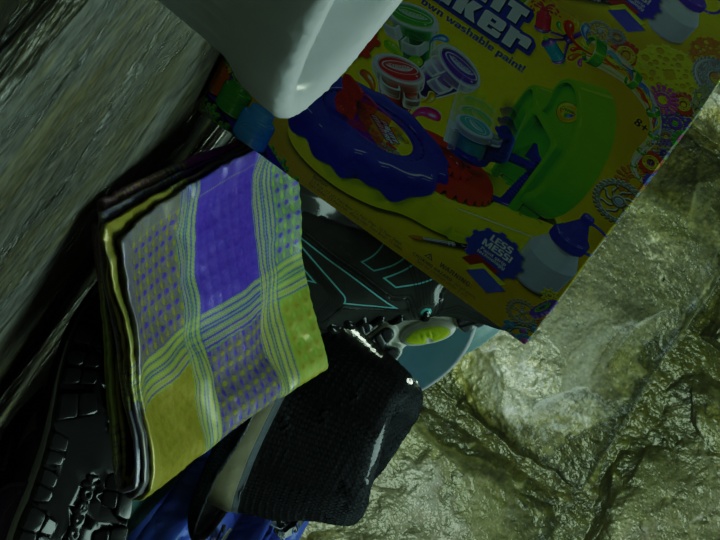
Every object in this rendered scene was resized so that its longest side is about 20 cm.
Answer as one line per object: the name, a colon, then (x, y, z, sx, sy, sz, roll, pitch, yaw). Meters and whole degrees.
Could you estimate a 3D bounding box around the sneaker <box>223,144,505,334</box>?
sneaker: (0.000, 0.000, 1.325, 0.075, 0.200, 0.079, -161, -87, -77)

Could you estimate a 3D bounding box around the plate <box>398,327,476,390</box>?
plate: (-0.021, 0.018, 1.617, 0.026, 0.200, 0.200, -88, -156, -47)

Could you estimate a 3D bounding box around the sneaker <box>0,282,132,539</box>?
sneaker: (-0.145, 0.069, 1.219, 0.087, 0.076, 0.200, 12, -104, 56)

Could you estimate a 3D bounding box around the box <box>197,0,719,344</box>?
box: (0.060, -0.109, 1.150, 0.122, 0.200, 0.193, -52, 176, -42)

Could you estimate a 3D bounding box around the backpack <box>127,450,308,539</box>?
backpack: (-0.131, 0.157, 1.540, 0.200, 0.168, 0.163, -46, 165, -51)

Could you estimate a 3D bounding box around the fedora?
fedora: (-0.023, 0.094, 1.411, 0.201, 0.091, 0.201, -61, 175, -10)

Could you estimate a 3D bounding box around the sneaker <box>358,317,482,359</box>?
sneaker: (0.016, 0.013, 1.537, 0.199, 0.078, 0.080, -16, -148, 11)

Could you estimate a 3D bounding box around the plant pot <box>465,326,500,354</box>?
plant pot: (0.017, -0.046, 1.684, 0.201, 0.200, 0.134, -55, 150, 0)

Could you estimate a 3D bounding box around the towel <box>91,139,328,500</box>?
towel: (-0.070, 0.015, 1.175, 0.200, 0.023, 0.144, -31, 120, -60)

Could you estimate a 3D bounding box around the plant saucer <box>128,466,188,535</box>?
plant saucer: (-0.116, 0.095, 1.363, 0.200, 0.036, 0.200, -52, 175, -7)

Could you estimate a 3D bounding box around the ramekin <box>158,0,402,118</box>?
ramekin: (-0.001, -0.146, 0.599, 0.201, 0.098, 0.200, -56, 178, -3)
